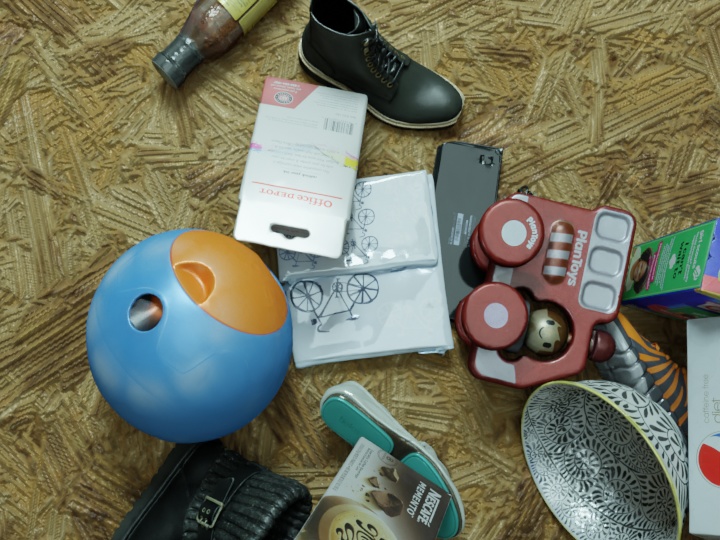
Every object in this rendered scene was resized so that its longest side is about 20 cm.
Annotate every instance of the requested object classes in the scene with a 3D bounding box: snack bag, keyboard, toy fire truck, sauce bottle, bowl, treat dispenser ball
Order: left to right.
[{"bbox_3d":[-0.163,0.063,0.814,0.196,0.201,0.206,1,82,-4],"label":"treat dispenser ball"},{"bbox_3d":[-0.149,-0.286,0.929,0.066,0.066,0.200,43,80,2],"label":"sauce bottle"},{"bbox_3d":[0.000,0.000,0.918,0.184,0.021,0.205,-6,82,-1],"label":"snack bag"},{"bbox_3d":[0.133,-0.040,0.943,0.124,0.021,0.205,9,83,3],"label":"keyboard"},{"bbox_3d":[0.189,0.023,0.865,0.164,0.112,0.205,12,84,4],"label":"toy fire truck"},{"bbox_3d":[0.265,0.187,0.856,0.093,0.200,0.204,-24,84,-30],"label":"bowl"}]

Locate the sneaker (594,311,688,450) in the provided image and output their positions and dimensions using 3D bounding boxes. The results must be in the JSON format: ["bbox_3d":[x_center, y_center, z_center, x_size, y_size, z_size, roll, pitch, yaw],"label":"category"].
[{"bbox_3d":[0.334,0.110,0.918,0.111,0.077,0.202,-32,95,-13],"label":"sneaker"}]

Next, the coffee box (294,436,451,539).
[{"bbox_3d":[0.002,0.255,0.772,0.112,0.200,0.081,31,113,8],"label":"coffee box"}]

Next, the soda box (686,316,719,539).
[{"bbox_3d":[0.350,0.149,0.792,0.063,0.067,0.205,26,64,-45],"label":"soda box"}]

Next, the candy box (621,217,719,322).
[{"bbox_3d":[0.387,0.016,0.863,0.165,0.200,0.079,15,81,-2],"label":"candy box"}]

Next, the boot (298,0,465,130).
[{"bbox_3d":[0.026,-0.219,0.897,0.196,0.138,0.079,19,81,-3],"label":"boot"}]

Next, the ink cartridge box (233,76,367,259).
[{"bbox_3d":[-0.062,-0.095,0.879,0.114,0.068,0.204,10,61,-3],"label":"ink cartridge box"}]

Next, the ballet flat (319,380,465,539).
[{"bbox_3d":[0.041,0.189,0.883,0.200,0.069,0.069,45,82,1],"label":"ballet flat"}]

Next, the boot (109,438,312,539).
[{"bbox_3d":[-0.154,0.272,0.815,0.156,0.079,0.214,24,80,31],"label":"boot"}]
